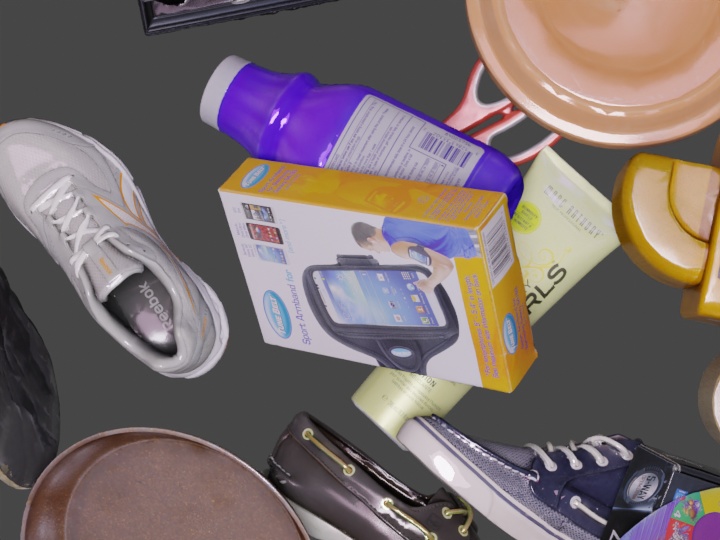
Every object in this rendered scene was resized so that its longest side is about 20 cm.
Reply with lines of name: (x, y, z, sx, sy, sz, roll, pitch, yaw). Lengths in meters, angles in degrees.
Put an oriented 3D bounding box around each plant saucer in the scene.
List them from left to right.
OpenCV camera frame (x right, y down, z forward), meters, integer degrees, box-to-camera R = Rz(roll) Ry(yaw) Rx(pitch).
plant saucer: (-0.112, 0.181, 1.103, 0.200, 0.034, 0.201, 7, 113, 16)
plant saucer: (0.163, -0.175, 1.094, 0.199, 0.032, 0.201, 0, 87, 3)

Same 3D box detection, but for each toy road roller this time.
toy road roller: (0.214, 0.005, 1.058, 0.145, 0.123, 0.201, 12, 88, 5)

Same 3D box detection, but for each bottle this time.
bottle: (-0.003, -0.069, 1.090, 0.200, 0.065, 0.084, 27, 83, 15)

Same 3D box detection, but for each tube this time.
tube: (0.077, 0.021, 1.107, 0.200, 0.052, 0.058, -48, 131, -1)

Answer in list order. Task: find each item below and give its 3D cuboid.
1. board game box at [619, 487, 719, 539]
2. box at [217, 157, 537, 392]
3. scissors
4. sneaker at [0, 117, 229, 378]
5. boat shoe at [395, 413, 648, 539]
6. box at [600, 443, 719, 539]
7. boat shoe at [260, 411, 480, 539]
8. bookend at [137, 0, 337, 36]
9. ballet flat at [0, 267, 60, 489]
board game box: (0.211, 0.224, 1.026, 0.158, 0.039, 0.200, -32, 113, -14)
box: (0.000, 0.000, 1.056, 0.199, 0.042, 0.119, 8, 130, 30)
scissors: (0.042, -0.066, 1.122, 0.200, 0.014, 0.073, -36, 89, 4)
sneaker: (-0.157, -0.017, 1.100, 0.076, 0.092, 0.200, -43, 88, 4)
boat shoe: (0.121, 0.124, 1.088, 0.200, 0.075, 0.093, 37, 88, -16)
box: (0.201, 0.221, 1.069, 0.160, 0.044, 0.201, 20, 93, -26)
boat shoe: (0.033, 0.158, 1.100, 0.201, 0.072, 0.061, 29, 97, 5)
bookend: (-0.053, -0.200, 1.030, 0.198, 0.200, 0.092, -10, 95, 4)
ballet flat: (-0.243, 0.043, 1.136, 0.066, 0.057, 0.201, -22, 92, -38)
